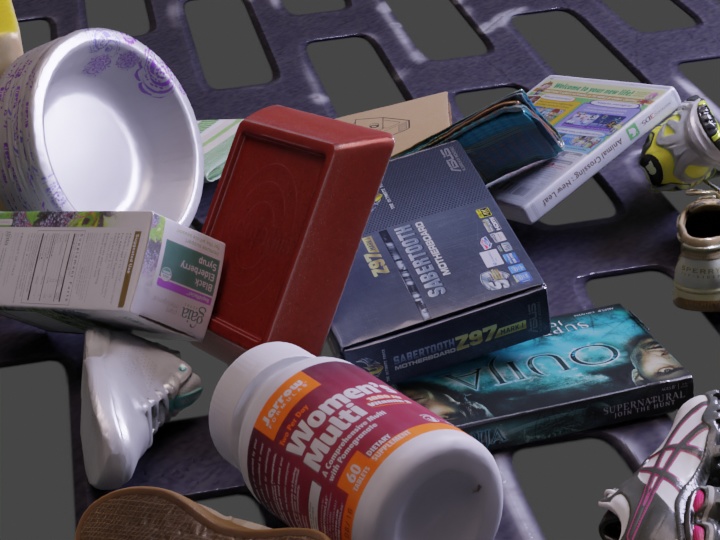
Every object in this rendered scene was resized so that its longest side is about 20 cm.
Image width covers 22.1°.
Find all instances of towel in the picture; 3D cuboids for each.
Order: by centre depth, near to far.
[{"bbox_3d":[0.066,-0.079,1.526,0.199,0.022,0.147,-27,-18,13],"label":"towel"},{"bbox_3d":[-0.191,-0.113,1.794,0.198,0.024,0.152,1,24,30],"label":"towel"}]

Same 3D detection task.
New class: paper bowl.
[{"bbox_3d":[-0.238,-0.100,1.589,0.104,0.202,0.200,-12,15,40],"label":"paper bowl"}]

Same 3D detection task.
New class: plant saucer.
[{"bbox_3d":[-0.068,-0.024,1.369,0.036,0.202,0.199,20,0,-32],"label":"plant saucer"}]

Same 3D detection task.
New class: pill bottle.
[{"bbox_3d":[-0.009,0.120,1.161,0.109,0.111,0.199,-19,28,-29],"label":"pill bottle"}]

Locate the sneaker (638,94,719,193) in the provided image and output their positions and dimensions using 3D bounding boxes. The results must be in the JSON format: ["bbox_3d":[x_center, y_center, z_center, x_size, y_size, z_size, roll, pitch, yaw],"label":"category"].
[{"bbox_3d":[0.277,-0.106,1.602,0.076,0.076,0.200,-30,-8,9],"label":"sneaker"}]

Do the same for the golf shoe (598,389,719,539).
[{"bbox_3d":[0.189,0.135,1.134,0.087,0.078,0.200,-6,23,16],"label":"golf shoe"}]

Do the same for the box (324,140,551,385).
[{"bbox_3d":[0.034,-0.007,1.373,0.156,0.051,0.201,-17,40,-7],"label":"box"}]

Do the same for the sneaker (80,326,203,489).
[{"bbox_3d":[-0.155,0.091,1.312,0.087,0.076,0.200,4,22,-9],"label":"sneaker"}]

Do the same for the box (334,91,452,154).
[{"bbox_3d":[-0.009,-0.115,1.748,0.198,0.021,0.164,-14,23,7],"label":"box"}]

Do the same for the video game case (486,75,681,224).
[{"bbox_3d":[0.161,-0.111,1.633,0.182,0.022,0.200,-38,23,-17],"label":"video game case"}]

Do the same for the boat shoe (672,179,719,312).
[{"bbox_3d":[0.291,-0.030,1.488,0.072,0.063,0.200,0,22,14],"label":"boat shoe"}]

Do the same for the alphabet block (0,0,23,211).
[{"bbox_3d":[-0.400,-0.135,1.694,0.194,0.202,0.196,-10,25,-12],"label":"alphabet block"}]

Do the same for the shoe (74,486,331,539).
[{"bbox_3d":[-0.092,0.181,1.125,0.198,0.053,0.070,7,59,34],"label":"shoe"}]

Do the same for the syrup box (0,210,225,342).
[{"bbox_3d":[-0.202,0.003,1.414,0.199,0.082,0.078,0,-16,44],"label":"syrup box"}]

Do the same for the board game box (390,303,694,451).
[{"bbox_3d":[0.122,0.078,1.326,0.198,0.028,0.135,-11,25,-13],"label":"board game box"}]
